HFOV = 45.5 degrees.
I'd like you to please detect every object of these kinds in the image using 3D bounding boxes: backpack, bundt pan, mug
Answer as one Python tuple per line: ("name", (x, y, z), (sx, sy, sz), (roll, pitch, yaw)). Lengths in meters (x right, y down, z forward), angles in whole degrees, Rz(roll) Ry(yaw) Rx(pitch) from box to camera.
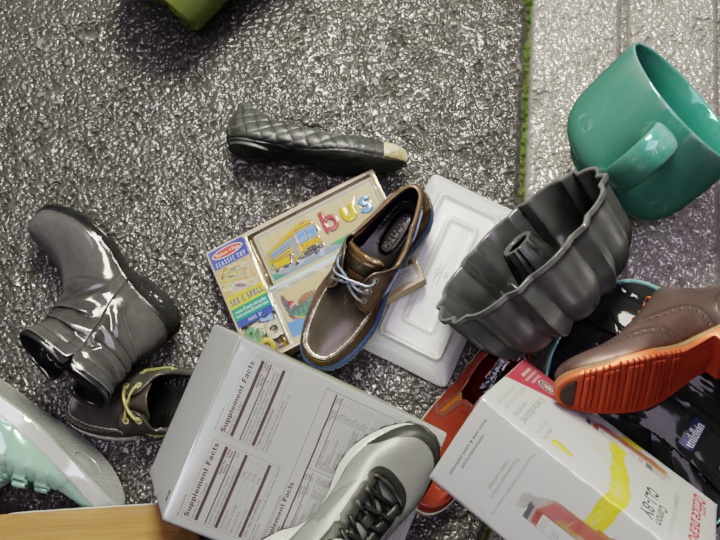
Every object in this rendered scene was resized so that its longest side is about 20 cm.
("backpack", (0.263, 0.115, 0.792), (0.198, 0.153, 0.177), (35, 83, 7))
("bundt pan", (0.167, 0.001, 0.790), (0.076, 0.202, 0.202), (45, 82, -10))
("mug", (0.266, -0.128, 0.835), (0.114, 0.183, 0.154), (-43, 57, 34))

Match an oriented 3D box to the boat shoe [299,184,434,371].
("boat shoe", (0.000, 0.000, 0.820), (0.071, 0.072, 0.202), (28, 80, 14))

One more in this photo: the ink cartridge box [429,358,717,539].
("ink cartridge box", (0.173, 0.174, 0.674), (0.199, 0.145, 0.084), (37, 109, 16))

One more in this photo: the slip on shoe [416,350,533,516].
("slip on shoe", (0.104, 0.147, 0.836), (0.074, 0.061, 0.201), (35, 82, 7))

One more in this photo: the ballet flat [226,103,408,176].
("ballet flat", (-0.045, -0.138, 0.900), (0.195, 0.067, 0.058), (10, 72, 3))

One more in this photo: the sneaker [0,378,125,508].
("sneaker", (-0.328, 0.202, 0.831), (0.199, 0.074, 0.119), (36, 88, 6))

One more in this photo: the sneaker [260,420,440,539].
("sneaker", (-0.008, 0.199, 0.649), (0.200, 0.079, 0.074), (-43, 103, -15))

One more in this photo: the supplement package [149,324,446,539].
("supplement package", (-0.060, 0.161, 0.752), (0.197, 0.151, 0.153), (26, 83, -16))

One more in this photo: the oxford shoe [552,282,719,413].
("oxford shoe", (0.241, 0.060, 0.707), (0.196, 0.072, 0.073), (-14, 48, -10))

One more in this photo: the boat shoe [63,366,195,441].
("boat shoe", (-0.200, 0.127, 0.846), (0.196, 0.061, 0.073), (-4, 77, 0))

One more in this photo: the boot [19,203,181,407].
("boot", (-0.283, 0.028, 0.837), (0.199, 0.070, 0.132), (37, 48, 10))

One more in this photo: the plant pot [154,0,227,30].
("plant pot", (-0.167, -0.368, 0.908), (0.199, 0.200, 0.191), (38, 94, 9))

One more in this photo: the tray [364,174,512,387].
("tray", (0.082, 0.006, 0.888), (0.106, 0.022, 0.203), (24, 79, 5))

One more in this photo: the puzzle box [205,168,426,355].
("puzzle box", (-0.046, -0.002, 0.878), (0.197, 0.025, 0.135), (-27, 73, 0))

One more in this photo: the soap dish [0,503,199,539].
("soap dish", (-0.241, 0.297, 0.774), (0.195, 0.081, 0.161), (-3, 103, -1))
